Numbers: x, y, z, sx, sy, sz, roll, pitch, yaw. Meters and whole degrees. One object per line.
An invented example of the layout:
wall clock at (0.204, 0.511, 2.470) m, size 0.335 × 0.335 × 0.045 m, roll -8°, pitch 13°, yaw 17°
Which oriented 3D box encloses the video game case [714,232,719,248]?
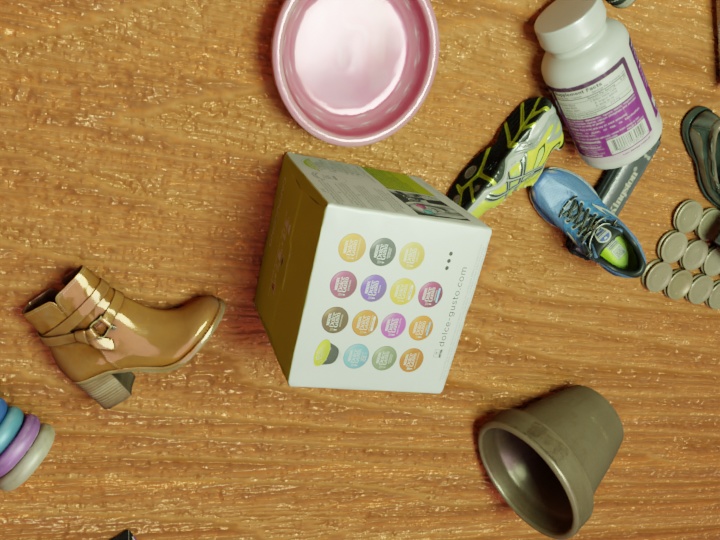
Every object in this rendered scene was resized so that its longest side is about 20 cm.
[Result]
video game case at (0.635, -0.092, 1.131) m, size 0.179 × 0.025 × 0.203 m, roll 28°, pitch 97°, yaw -44°

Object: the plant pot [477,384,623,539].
plant pot at (0.301, 0.266, 1.115) m, size 0.173 × 0.198 × 0.204 m, roll -33°, pitch 122°, yaw -24°

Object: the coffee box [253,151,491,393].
coffee box at (0.000, 0.000, 0.853) m, size 0.192 × 0.200 × 0.205 m, roll 7°, pitch 110°, yaw -22°

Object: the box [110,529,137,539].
box at (-0.335, 0.470, 1.028) m, size 0.140 × 0.036 × 0.204 m, roll -27°, pitch 118°, yaw -7°

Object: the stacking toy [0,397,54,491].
stacking toy at (-0.446, 0.156, 0.828) m, size 0.085 × 0.085 × 0.201 m, roll -41°, pitch 114°, yaw 1°

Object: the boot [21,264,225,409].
boot at (-0.270, 0.050, 0.853) m, size 0.197 × 0.077 × 0.157 m, roll -31°, pitch 116°, yaw 3°

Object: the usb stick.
usb stick at (0.356, -0.109, 1.041) m, size 0.054 × 0.033 × 0.204 m, roll 21°, pitch 103°, yaw -27°

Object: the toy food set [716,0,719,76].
toy food set at (0.570, -0.350, 1.001) m, size 0.196 × 0.061 × 0.146 m, roll -26°, pitch 119°, yaw -8°

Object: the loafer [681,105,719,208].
loafer at (0.531, -0.150, 1.074) m, size 0.072 × 0.063 × 0.200 m, roll -44°, pitch 121°, yaw 3°

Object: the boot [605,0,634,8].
boot at (0.278, -0.421, 0.848) m, size 0.146 × 0.073 × 0.206 m, roll 4°, pitch 108°, yaw -24°

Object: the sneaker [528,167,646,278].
sneaker at (0.311, -0.064, 0.987) m, size 0.198 × 0.089 × 0.079 m, roll 39°, pitch 101°, yaw -3°

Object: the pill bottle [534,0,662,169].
pill bottle at (0.291, -0.236, 0.914) m, size 0.111 × 0.112 × 0.201 m, roll -38°, pitch 121°, yaw -1°

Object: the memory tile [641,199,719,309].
memory tile at (0.540, -0.021, 1.162) m, size 0.195 × 0.017 × 0.157 m, roll 13°, pitch 108°, yaw -26°

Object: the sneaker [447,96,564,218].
sneaker at (0.189, -0.123, 0.946) m, size 0.200 × 0.076 × 0.076 m, roll -47°, pitch 120°, yaw 5°

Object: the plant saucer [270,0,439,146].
plant saucer at (-0.008, -0.245, 0.828) m, size 0.195 × 0.051 × 0.206 m, roll -8°, pitch 115°, yaw -17°
